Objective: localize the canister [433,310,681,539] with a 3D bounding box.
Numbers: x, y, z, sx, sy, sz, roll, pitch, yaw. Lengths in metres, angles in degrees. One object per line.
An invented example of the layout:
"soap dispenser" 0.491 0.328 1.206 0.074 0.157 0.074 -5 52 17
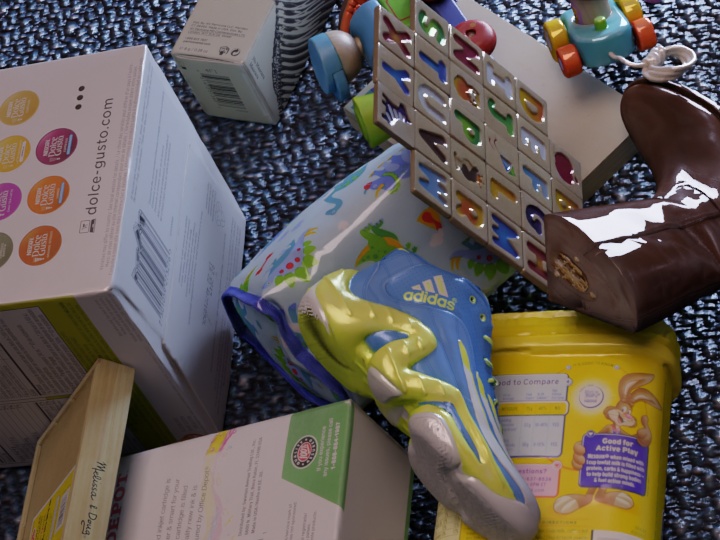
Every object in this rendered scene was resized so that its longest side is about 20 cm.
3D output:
"canister" 0.118 0.133 1.216 0.148 0.087 0.201 -2 58 19

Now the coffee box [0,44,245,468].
"coffee box" -0.210 -0.003 1.356 0.197 0.200 0.201 -7 54 16

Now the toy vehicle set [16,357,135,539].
"toy vehicle set" -0.192 0.170 1.251 0.026 0.124 0.201 20 52 -18

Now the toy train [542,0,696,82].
"toy train" 0.211 -0.207 1.401 0.150 0.056 0.200 2 36 33

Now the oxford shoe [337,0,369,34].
"oxford shoe" 0.030 -0.247 1.535 0.072 0.071 0.201 -1 55 54

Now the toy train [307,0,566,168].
"toy train" 0.047 -0.119 1.375 0.115 0.085 0.200 -24 52 -6

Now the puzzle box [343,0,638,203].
"puzzle box" 0.098 -0.110 1.428 0.133 0.025 0.200 -43 53 -11

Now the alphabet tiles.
"alphabet tiles" 0.078 -0.080 1.245 0.006 0.200 0.167 -31 41 33

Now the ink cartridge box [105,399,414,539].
"ink cartridge box" -0.074 0.179 1.224 0.199 0.088 0.146 -15 51 28

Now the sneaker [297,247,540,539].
"sneaker" 0.058 0.064 1.170 0.105 0.076 0.200 -37 78 -21

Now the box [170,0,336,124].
"box" -0.067 -0.217 1.528 0.068 0.082 0.201 11 62 27

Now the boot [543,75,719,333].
"boot" 0.172 -0.046 1.264 0.199 0.064 0.186 -17 51 -36

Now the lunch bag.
"lunch bag" 0.000 0.000 1.316 0.170 0.128 0.200 -41 15 -10
